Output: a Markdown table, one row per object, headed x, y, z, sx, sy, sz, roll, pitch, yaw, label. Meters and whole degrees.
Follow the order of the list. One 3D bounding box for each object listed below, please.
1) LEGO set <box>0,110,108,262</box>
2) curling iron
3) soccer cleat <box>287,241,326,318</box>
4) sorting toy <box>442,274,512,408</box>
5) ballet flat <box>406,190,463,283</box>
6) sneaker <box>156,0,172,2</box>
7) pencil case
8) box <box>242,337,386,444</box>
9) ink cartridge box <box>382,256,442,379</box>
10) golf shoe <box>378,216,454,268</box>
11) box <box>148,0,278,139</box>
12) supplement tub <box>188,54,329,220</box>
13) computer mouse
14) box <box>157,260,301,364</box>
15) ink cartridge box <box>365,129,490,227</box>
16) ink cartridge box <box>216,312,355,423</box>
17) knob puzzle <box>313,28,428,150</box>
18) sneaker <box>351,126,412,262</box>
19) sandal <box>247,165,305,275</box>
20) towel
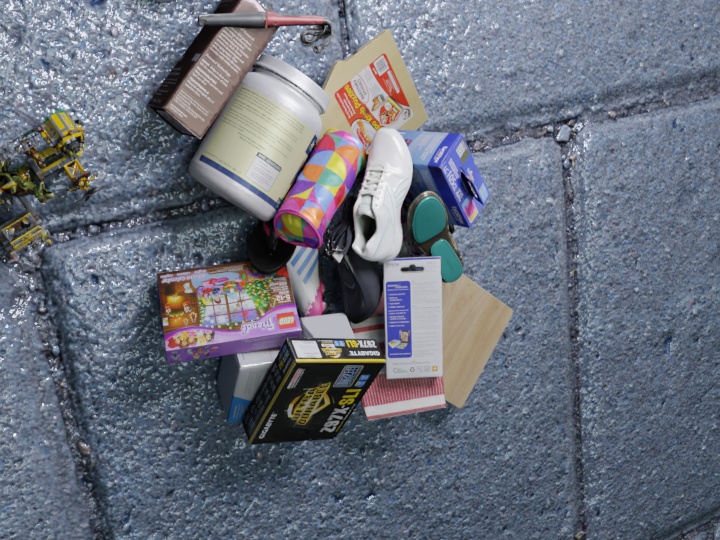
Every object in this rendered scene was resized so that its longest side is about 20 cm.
| x | y | z | sx | sy | sz | roll | pitch | yaw | label |
| --- | --- | --- | --- | --- | --- | --- | --- | --- | --- |
| -0.417 | -0.100 | 1.074 | 0.199 | 0.154 | 0.117 | -36 | 89 | -28 | LEGO set |
| -0.125 | -0.333 | 1.134 | 0.196 | 0.025 | 0.051 | 1 | 98 | -26 | curling iron |
| -0.099 | 0.006 | 1.330 | 0.084 | 0.070 | 0.205 | -2 | 104 | -7 | soccer cleat |
| 0.144 | 0.108 | 1.474 | 0.197 | 0.069 | 0.203 | 32 | 86 | -30 | sorting toy |
| 0.109 | -0.062 | 1.300 | 0.067 | 0.076 | 0.201 | -30 | 134 | -1 | ballet flat |
| -0.206 | -0.445 | 1.159 | 0.197 | 0.075 | 0.090 | -21 | 99 | -21 | sneaker |
| -0.056 | -0.122 | 1.233 | 0.089 | 0.087 | 0.202 | 52 | 48 | -27 | pencil case |
| -0.072 | 0.183 | 1.250 | 0.157 | 0.050 | 0.202 | 2 | 134 | -34 | box |
| 0.084 | 0.074 | 1.325 | 0.092 | 0.037 | 0.205 | -2 | 108 | 0 | ink cartridge box |
| 0.064 | -0.050 | 1.381 | 0.197 | 0.092 | 0.074 | -29 | 117 | -17 | golf shoe |
| -0.208 | -0.291 | 1.173 | 0.075 | 0.100 | 0.202 | 39 | 82 | -29 | box |
| -0.144 | -0.192 | 1.204 | 0.144 | 0.144 | 0.203 | 32 | 87 | -30 | supplement tub |
| 0.000 | 0.000 | 1.293 | 0.140 | 0.051 | 0.203 | -68 | 153 | -47 | computer mouse |
| -0.195 | 0.055 | 1.223 | 0.195 | 0.139 | 0.039 | -8 | 145 | -13 | box |
| 0.115 | -0.146 | 1.304 | 0.077 | 0.197 | 0.137 | -56 | 133 | -24 | ink cartridge box |
| -0.115 | 0.151 | 1.298 | 0.196 | 0.085 | 0.147 | -5 | 138 | -24 | ink cartridge box |
| -0.001 | -0.254 | 1.326 | 0.216 | 0.030 | 0.224 | -16 | 122 | -27 | knob puzzle |
| 0.029 | -0.112 | 1.233 | 0.080 | 0.069 | 0.206 | -3 | 98 | -56 | sneaker |
| -0.116 | -0.087 | 1.265 | 0.045 | 0.074 | 0.203 | 81 | 33 | -63 | sandal |
| 0.060 | 0.137 | 1.380 | 0.140 | 0.023 | 0.205 | -9 | 87 | 0 | towel |
